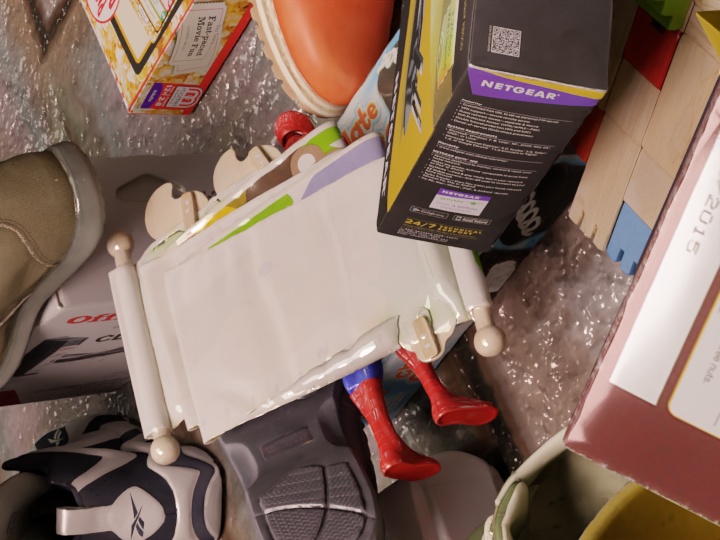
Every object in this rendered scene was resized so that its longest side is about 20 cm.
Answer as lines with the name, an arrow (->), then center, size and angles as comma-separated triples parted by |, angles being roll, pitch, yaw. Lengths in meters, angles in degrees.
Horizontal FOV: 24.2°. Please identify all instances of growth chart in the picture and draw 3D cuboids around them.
growth chart -> -0.034, 0.002, 0.754 | 0.199, 0.018, 0.146 | -23, 60, 26

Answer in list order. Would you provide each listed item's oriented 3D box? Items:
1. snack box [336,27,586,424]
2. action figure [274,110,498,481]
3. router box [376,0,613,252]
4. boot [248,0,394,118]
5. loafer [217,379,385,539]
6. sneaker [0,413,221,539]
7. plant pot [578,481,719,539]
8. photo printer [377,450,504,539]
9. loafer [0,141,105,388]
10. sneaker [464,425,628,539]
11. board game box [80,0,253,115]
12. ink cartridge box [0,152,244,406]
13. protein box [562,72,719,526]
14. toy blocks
snack box -> 0.025, -0.030, 0.810 | 0.200, 0.037, 0.117 | -54, 52, 38
action figure -> 0.000, 0.000, 0.776 | 0.066, 0.051, 0.201 | -50, 52, 33
router box -> 0.055, -0.129, 0.660 | 0.157, 0.052, 0.202 | 119, 160, -67
boot -> 0.005, -0.174, 0.805 | 0.107, 0.075, 0.202 | 6, 96, 46
loafer -> -0.027, 0.087, 0.775 | 0.201, 0.071, 0.063 | -107, 0, -53
sneaker -> -0.187, 0.135, 1.006 | 0.198, 0.129, 0.080 | 12, 100, 50
plant pot -> 0.172, 0.155, 0.543 | 0.199, 0.199, 0.143 | 23, 138, 48
photo printer -> 0.013, 0.202, 0.810 | 0.200, 0.069, 0.168 | -40, 61, 44
loafer -> -0.197, 0.005, 0.833 | 0.200, 0.069, 0.076 | -49, 59, 41
sneaker -> 0.069, 0.109, 0.656 | 0.200, 0.090, 0.067 | -45, 63, 22
board game box -> -0.099, -0.211, 0.947 | 0.200, 0.046, 0.152 | -50, 55, 40
ink cartridge box -> -0.162, 0.010, 0.958 | 0.200, 0.143, 0.084 | -32, 70, 47
protein box -> 0.188, -0.002, 0.427 | 0.199, 0.198, 0.136 | 27, 116, 13
toy blocks -> 0.129, -0.056, 0.649 | 0.200, 0.099, 0.138 | 53, 140, 40
